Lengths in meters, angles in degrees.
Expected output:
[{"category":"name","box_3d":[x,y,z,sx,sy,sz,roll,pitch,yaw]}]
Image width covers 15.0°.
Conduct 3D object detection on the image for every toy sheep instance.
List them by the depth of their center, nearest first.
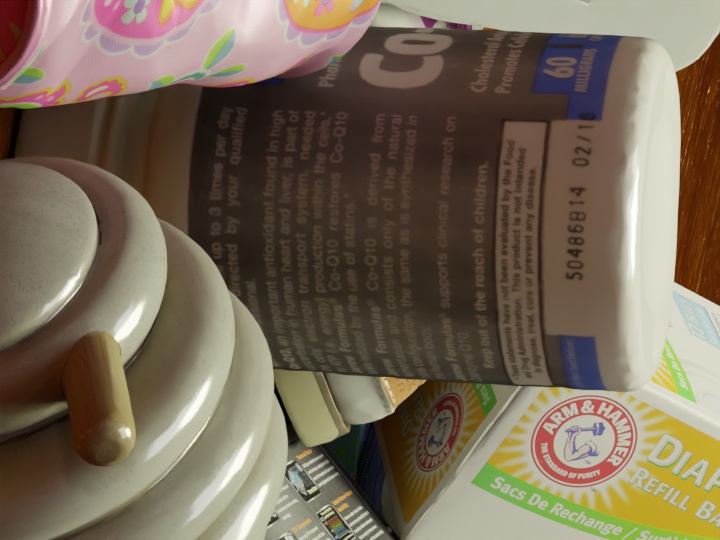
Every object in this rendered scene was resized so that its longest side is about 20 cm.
[{"category":"toy sheep","box_3d":[-0.083,0.039,0.711,0.138,0.138,0.200,-73,155,-47]}]

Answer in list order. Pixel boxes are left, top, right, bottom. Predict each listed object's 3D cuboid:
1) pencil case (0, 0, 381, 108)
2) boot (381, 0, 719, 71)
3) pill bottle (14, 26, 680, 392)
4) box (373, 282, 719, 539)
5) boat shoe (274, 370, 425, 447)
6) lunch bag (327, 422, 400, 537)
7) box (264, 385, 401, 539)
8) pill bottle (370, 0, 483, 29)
[{"category":"pencil case","box_3d":[-0.069,-0.088,0.752,0.200,0.087,0.088,-16,109,-59]},{"category":"boot","box_3d":[0.036,-0.132,0.952,0.200,0.074,0.096,22,23,-39]},{"category":"pill bottle","box_3d":[-0.003,-0.023,0.880,0.114,0.200,0.114,3,90,-77]},{"category":"box","box_3d":[0.114,0.075,1.042,0.101,0.200,0.113,-54,-157,22]},{"category":"boat shoe","box_3d":[0.000,0.000,1.026,0.200,0.068,0.075,-101,169,-63]},{"category":"lunch bag","box_3d":[0.008,0.101,1.206,0.200,0.082,0.161,77,23,-45]},{"category":"box","box_3d":[-0.036,0.107,0.901,0.158,0.048,0.200,51,13,4]},{"category":"pill bottle","box_3d":[-0.010,-0.103,1.025,0.200,0.112,0.112,-64,153,-60]}]
